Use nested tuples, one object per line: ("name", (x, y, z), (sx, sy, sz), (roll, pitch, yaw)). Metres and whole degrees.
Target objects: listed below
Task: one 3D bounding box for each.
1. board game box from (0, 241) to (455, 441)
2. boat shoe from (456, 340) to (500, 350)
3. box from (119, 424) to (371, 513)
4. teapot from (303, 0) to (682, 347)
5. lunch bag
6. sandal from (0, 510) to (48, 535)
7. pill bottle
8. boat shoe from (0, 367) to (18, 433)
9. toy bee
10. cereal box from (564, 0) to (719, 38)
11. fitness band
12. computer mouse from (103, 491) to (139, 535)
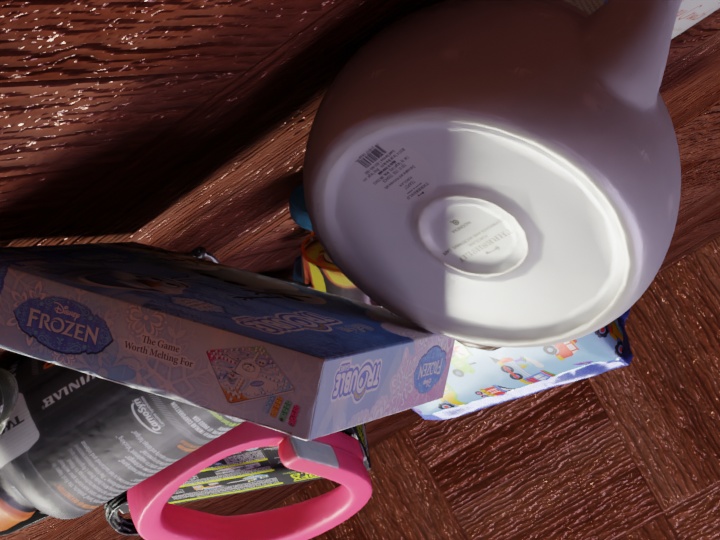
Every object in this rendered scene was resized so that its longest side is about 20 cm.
("board game box", (-0.075, 0.029, 1.061), (0.200, 0.199, 0.043), (-7, 111, -70))
("boat shoe", (0.072, -0.016, 1.206), (0.075, 0.075, 0.202), (-17, -142, 10))
("box", (-0.099, 0.127, 1.578), (0.200, 0.044, 0.160), (-10, 162, 3))
("teapot", (0.071, -0.066, 1.064), (0.200, 0.146, 0.198), (6, 138, 17))
("lunch bag", (0.061, 0.022, 1.424), (0.200, 0.151, 0.094), (-27, -151, 31))
("sandal", (-0.210, 0.135, 1.441), (0.043, 0.076, 0.200), (-17, 166, -48))
("pill bottle", (-0.160, 0.085, 1.323), (0.200, 0.106, 0.106), (-31, 172, 11))
("boat shoe", (-0.272, 0.120, 1.284), (0.200, 0.071, 0.064), (-38, 167, 38))
("toy bee", (0.000, 0.000, 1.272), (0.200, 0.109, 0.131), (-48, 141, -24))
("cereal box", (0.188, -0.170, 1.191), (0.200, 0.040, 0.144), (-32, 171, 22))
("fitness band", (-0.077, 0.154, 1.504), (0.143, 0.037, 0.200), (-29, 152, 20))
("computer mouse", (-0.146, 0.130, 1.480), (0.059, 0.034, 0.200), (-8, 150, -21))
